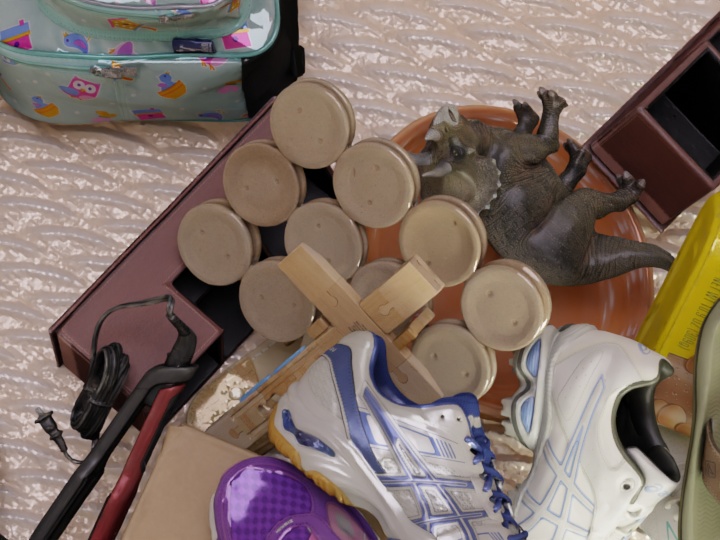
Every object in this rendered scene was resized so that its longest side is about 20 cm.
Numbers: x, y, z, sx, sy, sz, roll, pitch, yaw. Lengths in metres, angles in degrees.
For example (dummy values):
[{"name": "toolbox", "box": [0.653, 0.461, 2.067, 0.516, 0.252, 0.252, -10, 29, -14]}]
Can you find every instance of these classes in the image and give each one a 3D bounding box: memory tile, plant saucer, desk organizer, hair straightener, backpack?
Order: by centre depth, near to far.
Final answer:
[{"name": "memory tile", "box": [0.000, 0.000, 1.343, 0.200, 0.153, 0.017, 44, 31, 8]}, {"name": "hair straightener", "box": [-0.155, 0.096, 1.358, 0.077, 0.041, 0.200, 29, 108, 9]}, {"name": "plant saucer", "box": [0.082, -0.001, 1.424, 0.200, 0.037, 0.201, 9, 67, -22]}, {"name": "desk organizer", "box": [-0.090, 0.000, 1.431, 0.077, 0.072, 0.200, 40, 73, 10]}, {"name": "desk organizer", "box": [0.236, -0.122, 1.454, 0.072, 0.077, 0.200, 47, 66, -1]}, {"name": "backpack", "box": [-0.144, -0.182, 1.456, 0.199, 0.153, 0.176, -6, 64, 9]}]

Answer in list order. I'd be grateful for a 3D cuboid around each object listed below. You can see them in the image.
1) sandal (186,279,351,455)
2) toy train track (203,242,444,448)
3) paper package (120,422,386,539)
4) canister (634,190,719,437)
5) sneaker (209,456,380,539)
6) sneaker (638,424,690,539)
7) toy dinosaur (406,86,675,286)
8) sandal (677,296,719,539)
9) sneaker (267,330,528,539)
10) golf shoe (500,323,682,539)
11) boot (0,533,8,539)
[{"name": "sandal", "box": [-0.019, 0.032, 1.420, 0.078, 0.070, 0.212, 43, 74, 13]}, {"name": "toy train track", "box": [-0.020, 0.048, 1.345, 0.115, 0.200, 0.033, 48, 37, -3]}, {"name": "paper package", "box": [-0.052, 0.213, 1.334, 0.200, 0.104, 0.191, 22, 71, 6]}, {"name": "canister", "box": [0.267, 0.054, 1.369, 0.200, 0.087, 0.149, 22, 114, -3]}, {"name": "sneaker", "box": [-0.008, 0.175, 1.248, 0.080, 0.089, 0.200, -33, 73, -11]}, {"name": "sneaker", "box": [0.204, 0.151, 1.377, 0.070, 0.080, 0.201, -25, 71, -9]}, {"name": "toy dinosaur", "box": [0.103, -0.039, 1.397, 0.200, 0.077, 0.102, 44, 73, -23]}, {"name": "sandal", "box": [0.217, 0.110, 1.295, 0.080, 0.057, 0.202, -6, 97, -14]}, {"name": "sneaker", "box": [0.047, 0.113, 1.266, 0.200, 0.075, 0.088, 39, 94, 8]}, {"name": "golf shoe", "box": [0.132, 0.131, 1.338, 0.097, 0.078, 0.201, 7, 104, 34]}, {"name": "boot", "box": [-0.252, 0.133, 1.380, 0.075, 0.074, 0.200, -35, 52, 27]}]
